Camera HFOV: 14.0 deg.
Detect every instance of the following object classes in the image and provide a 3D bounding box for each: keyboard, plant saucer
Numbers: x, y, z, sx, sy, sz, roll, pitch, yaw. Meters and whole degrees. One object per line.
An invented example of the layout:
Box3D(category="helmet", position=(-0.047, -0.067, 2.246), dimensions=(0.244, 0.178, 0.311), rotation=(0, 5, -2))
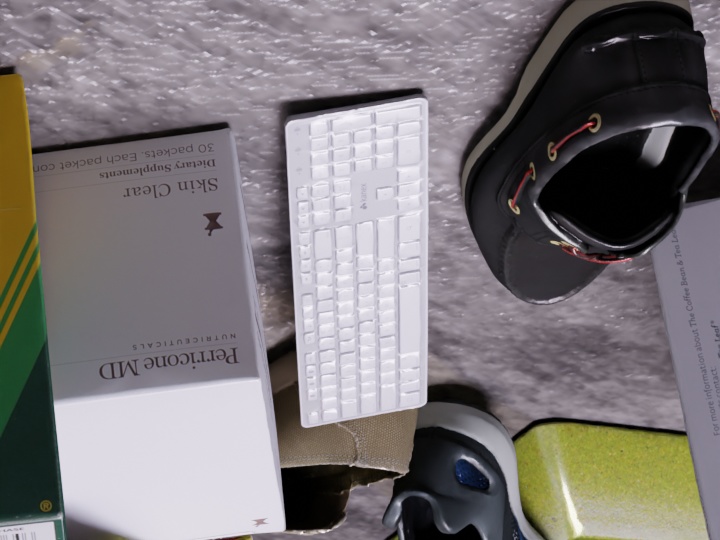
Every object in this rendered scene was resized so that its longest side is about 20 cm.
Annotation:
Box3D(category="keyboard", position=(0.000, 0.000, 1.193), dimensions=(0.056, 0.011, 0.200), rotation=(-6, 142, -3))
Box3D(category="plant saucer", position=(0.129, 0.148, 1.523), dimensions=(0.199, 0.048, 0.200), rotation=(7, 149, -29))

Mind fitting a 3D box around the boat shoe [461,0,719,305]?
Box3D(category="boat shoe", position=(0.087, -0.033, 1.140), dimensions=(0.073, 0.063, 0.202), rotation=(-4, 155, -14))

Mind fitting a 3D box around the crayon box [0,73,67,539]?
Box3D(category="crayon box", position=(-0.210, 0.026, 1.042), dimensions=(0.199, 0.173, 0.058), rotation=(-6, 157, -6))

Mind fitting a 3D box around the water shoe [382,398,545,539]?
Box3D(category="water shoe", position=(0.050, 0.148, 1.411), dimensions=(0.071, 0.079, 0.200), rotation=(3, 138, 26))

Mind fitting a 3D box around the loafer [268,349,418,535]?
Box3D(category="loafer", position=(-0.048, 0.092, 1.337), dimensions=(0.076, 0.068, 0.200), rotation=(13, 146, -36))

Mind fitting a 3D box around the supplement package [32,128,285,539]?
Box3D(category="supplement package", position=(-0.137, 0.040, 1.161), dimensions=(0.199, 0.111, 0.156), rotation=(-8, 154, -2))

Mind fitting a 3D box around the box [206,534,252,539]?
Box3D(category="box", position=(-0.104, 0.144, 1.232), dimensions=(0.075, 0.050, 0.200), rotation=(-8, 176, 16))

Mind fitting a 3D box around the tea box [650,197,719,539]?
Box3D(category="tea box", position=(0.209, 0.083, 1.228), dimensions=(0.133, 0.201, 0.197), rotation=(-12, 162, 7))
